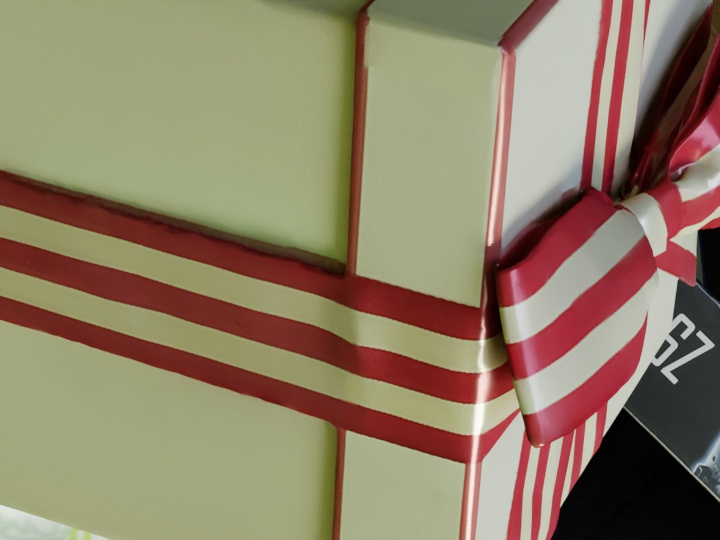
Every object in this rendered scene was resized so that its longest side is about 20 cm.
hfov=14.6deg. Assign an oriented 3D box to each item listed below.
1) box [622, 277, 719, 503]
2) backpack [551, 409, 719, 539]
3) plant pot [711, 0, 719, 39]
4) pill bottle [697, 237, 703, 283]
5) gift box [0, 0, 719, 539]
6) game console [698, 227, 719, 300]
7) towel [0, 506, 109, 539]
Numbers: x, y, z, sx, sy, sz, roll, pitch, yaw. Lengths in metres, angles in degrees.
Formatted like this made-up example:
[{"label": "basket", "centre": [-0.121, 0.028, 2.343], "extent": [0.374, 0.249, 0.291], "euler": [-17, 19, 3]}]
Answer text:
[{"label": "box", "centre": [0.063, -0.012, 0.908], "extent": [0.044, 0.200, 0.160], "euler": [-45, 108, 4]}, {"label": "backpack", "centre": [0.106, 0.134, 1.055], "extent": [0.200, 0.182, 0.147], "euler": [-47, 155, -40]}, {"label": "plant pot", "centre": [0.137, -0.098, 0.939], "extent": [0.027, 0.200, 0.201], "euler": [-32, 123, -29]}, {"label": "pill bottle", "centre": [0.171, 0.010, 1.170], "extent": [0.200, 0.112, 0.113], "euler": [34, 69, -53]}, {"label": "gift box", "centre": [-0.001, -0.022, 0.698], "extent": [0.185, 0.186, 0.201], "euler": [-53, 150, -48]}, {"label": "game console", "centre": [0.220, 0.022, 1.004], "extent": [0.170, 0.118, 0.201], "euler": [30, 42, -31]}, {"label": "towel", "centre": [-0.082, 0.121, 0.812], "extent": [0.170, 0.048, 0.201], "euler": [-8, 111, -12]}]
